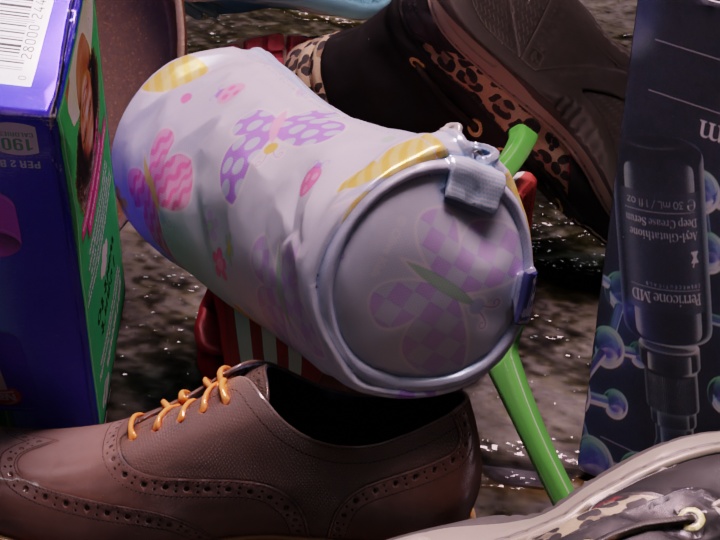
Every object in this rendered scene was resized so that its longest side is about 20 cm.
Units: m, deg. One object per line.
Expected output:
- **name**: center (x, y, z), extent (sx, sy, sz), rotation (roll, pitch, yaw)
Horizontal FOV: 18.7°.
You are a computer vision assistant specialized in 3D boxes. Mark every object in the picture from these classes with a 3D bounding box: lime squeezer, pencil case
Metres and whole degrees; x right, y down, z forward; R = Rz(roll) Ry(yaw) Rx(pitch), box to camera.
- **lime squeezer**: center (0.050, 0.009, 0.820), extent (0.038, 0.071, 0.200), rotation (-20, 49, 17)
- **pencil case**: center (-0.019, -0.023, 0.775), extent (0.083, 0.091, 0.200), rotation (3, 13, -28)

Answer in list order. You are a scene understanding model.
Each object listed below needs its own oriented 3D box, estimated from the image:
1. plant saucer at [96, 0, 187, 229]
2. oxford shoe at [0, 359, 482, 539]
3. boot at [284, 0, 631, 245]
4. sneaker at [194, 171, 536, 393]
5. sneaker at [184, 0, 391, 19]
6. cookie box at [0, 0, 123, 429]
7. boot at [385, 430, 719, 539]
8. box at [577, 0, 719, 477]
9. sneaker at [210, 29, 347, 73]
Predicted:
- **plant saucer**: center (-0.147, -0.088, 0.934), extent (0.200, 0.201, 0.037), rotation (20, 8, 30)
- **oxford shoe**: center (-0.058, 0.061, 0.747), extent (0.200, 0.073, 0.071), rotation (3, 24, -6)
- **boot**: center (0.066, -0.057, 1.008), extent (0.151, 0.200, 0.073), rotation (-16, 38, 51)
- **sneaker**: center (0.000, 0.000, 0.897), extent (0.115, 0.078, 0.200), rotation (13, 24, 14)
- **sneaker**: center (-0.089, -0.161, 1.044), extent (0.200, 0.080, 0.130), rotation (13, -3, -40)
- **cookie box**: center (-0.172, -0.027, 0.744), extent (0.171, 0.200, 0.075), rotation (6, 56, 3)
- **boot**: center (0.099, 0.124, 0.644), extent (0.203, 0.074, 0.154), rotation (-13, 31, -23)
- **box**: center (0.176, -0.003, 0.786), extent (0.148, 0.200, 0.107), rotation (23, 30, 36)
- **sneaker**: center (-0.028, -0.078, 1.084), extent (0.200, 0.081, 0.075), rotation (-16, 3, -41)
